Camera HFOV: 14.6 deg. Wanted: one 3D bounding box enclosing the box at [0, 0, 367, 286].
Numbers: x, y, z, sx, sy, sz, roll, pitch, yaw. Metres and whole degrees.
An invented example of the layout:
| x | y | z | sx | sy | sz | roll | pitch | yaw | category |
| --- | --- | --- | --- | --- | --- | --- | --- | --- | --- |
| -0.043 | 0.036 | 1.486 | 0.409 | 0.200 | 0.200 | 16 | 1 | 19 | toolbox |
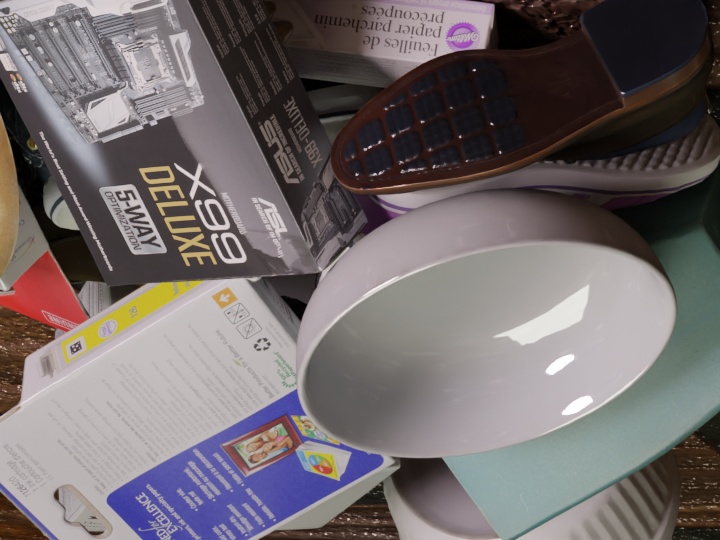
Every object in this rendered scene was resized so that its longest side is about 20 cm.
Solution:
| x | y | z | sx | sy | sz | roll | pitch | yaw | category |
| --- | --- | --- | --- | --- | --- | --- | --- | --- | --- |
| -0.103 | -0.089 | 1.422 | 0.157 | 0.050 | 0.201 | -2 | 123 | 42 | box |

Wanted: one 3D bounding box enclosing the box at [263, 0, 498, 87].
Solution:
| x | y | z | sx | sy | sz | roll | pitch | yaw | category |
| --- | --- | --- | --- | --- | --- | --- | --- | --- | --- |
| -0.029 | -0.125 | 1.460 | 0.199 | 0.039 | 0.041 | 7 | 161 | 10 | box |

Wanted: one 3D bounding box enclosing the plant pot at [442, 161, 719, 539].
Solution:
| x | y | z | sx | sy | sz | roll | pitch | yaw | category |
| --- | --- | --- | --- | --- | --- | --- | --- | --- | --- |
| 0.139 | 0.029 | 1.582 | 0.200 | 0.141 | 0.142 | -26 | 108 | 28 | plant pot |

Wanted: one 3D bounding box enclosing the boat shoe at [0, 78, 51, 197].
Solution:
| x | y | z | sx | sy | sz | roll | pitch | yaw | category |
| --- | --- | --- | --- | --- | --- | --- | --- | --- | --- |
| -0.184 | -0.101 | 1.577 | 0.091 | 0.071 | 0.200 | 15 | 154 | -7 | boat shoe |

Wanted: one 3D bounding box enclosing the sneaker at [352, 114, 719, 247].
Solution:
| x | y | z | sx | sy | sz | roll | pitch | yaw | category |
| --- | --- | --- | --- | --- | --- | --- | --- | --- | --- |
| 0.089 | -0.040 | 1.498 | 0.200 | 0.073 | 0.115 | -6 | 143 | -12 | sneaker |

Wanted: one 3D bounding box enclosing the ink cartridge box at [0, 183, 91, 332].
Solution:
| x | y | z | sx | sy | sz | roll | pitch | yaw | category |
| --- | --- | --- | --- | --- | --- | --- | --- | --- | --- |
| -0.259 | -0.028 | 1.666 | 0.200 | 0.045 | 0.177 | 19 | 145 | 41 | ink cartridge box |

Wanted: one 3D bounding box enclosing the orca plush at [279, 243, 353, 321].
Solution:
| x | y | z | sx | sy | sz | roll | pitch | yaw | category |
| --- | --- | --- | --- | --- | --- | --- | --- | --- | --- |
| 0.000 | 0.000 | 1.677 | 0.105 | 0.071 | 0.200 | 7 | 147 | 28 | orca plush |

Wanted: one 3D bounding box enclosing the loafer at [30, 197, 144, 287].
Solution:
| x | y | z | sx | sy | sz | roll | pitch | yaw | category |
| --- | --- | --- | --- | --- | --- | --- | --- | --- | --- |
| -0.118 | -0.018 | 1.688 | 0.199 | 0.068 | 0.076 | -13 | 155 | 4 | loafer |

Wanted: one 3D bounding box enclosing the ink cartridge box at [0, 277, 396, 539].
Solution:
| x | y | z | sx | sy | sz | roll | pitch | yaw | category |
| --- | --- | --- | --- | --- | --- | --- | --- | --- | --- |
| -0.109 | 0.096 | 1.688 | 0.199 | 0.047 | 0.198 | -29 | 133 | 10 | ink cartridge box |

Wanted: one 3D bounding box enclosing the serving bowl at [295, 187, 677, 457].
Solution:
| x | y | z | sx | sy | sz | roll | pitch | yaw | category |
| --- | --- | --- | --- | --- | --- | --- | --- | --- | --- |
| 0.060 | 0.018 | 1.450 | 0.199 | 0.066 | 0.200 | -9 | 147 | -6 | serving bowl |

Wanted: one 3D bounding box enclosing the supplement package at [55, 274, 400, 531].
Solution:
| x | y | z | sx | sy | sz | roll | pitch | yaw | category |
| --- | --- | --- | --- | --- | --- | --- | --- | --- | --- |
| -0.092 | 0.083 | 1.861 | 0.190 | 0.148 | 0.200 | 0 | 164 | -15 | supplement package |

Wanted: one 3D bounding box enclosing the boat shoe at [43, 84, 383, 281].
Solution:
| x | y | z | sx | sy | sz | roll | pitch | yaw | category |
| --- | --- | --- | --- | --- | --- | --- | --- | --- | --- |
| -0.073 | -0.036 | 1.560 | 0.201 | 0.086 | 0.075 | -13 | 160 | -1 | boat shoe |

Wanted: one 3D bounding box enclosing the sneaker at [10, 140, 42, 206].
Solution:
| x | y | z | sx | sy | sz | roll | pitch | yaw | category |
| --- | --- | --- | --- | --- | --- | --- | --- | --- | --- |
| -0.190 | -0.046 | 1.747 | 0.088 | 0.077 | 0.200 | -7 | 163 | 6 | sneaker |

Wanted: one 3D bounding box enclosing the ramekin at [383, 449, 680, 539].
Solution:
| x | y | z | sx | sy | sz | roll | pitch | yaw | category |
| --- | --- | --- | --- | --- | --- | --- | --- | --- | --- |
| 0.108 | 0.134 | 1.896 | 0.199 | 0.201 | 0.105 | 2 | 149 | 24 | ramekin |

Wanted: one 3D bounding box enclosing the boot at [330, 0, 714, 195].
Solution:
| x | y | z | sx | sy | sz | roll | pitch | yaw | category |
| --- | --- | --- | --- | --- | --- | --- | --- | --- | --- |
| 0.088 | -0.070 | 1.415 | 0.199 | 0.075 | 0.097 | -21 | 153 | 7 | boot |

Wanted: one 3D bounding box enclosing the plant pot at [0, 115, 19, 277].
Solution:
| x | y | z | sx | sy | sz | roll | pitch | yaw | category |
| --- | --- | --- | --- | --- | --- | --- | --- | --- | --- |
| -0.262 | -0.073 | 1.543 | 0.027 | 0.201 | 0.200 | -30 | -170 | -38 | plant pot |
